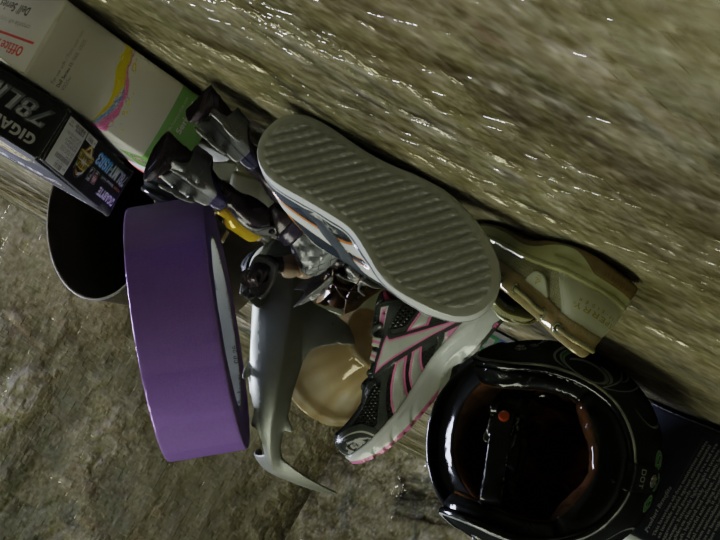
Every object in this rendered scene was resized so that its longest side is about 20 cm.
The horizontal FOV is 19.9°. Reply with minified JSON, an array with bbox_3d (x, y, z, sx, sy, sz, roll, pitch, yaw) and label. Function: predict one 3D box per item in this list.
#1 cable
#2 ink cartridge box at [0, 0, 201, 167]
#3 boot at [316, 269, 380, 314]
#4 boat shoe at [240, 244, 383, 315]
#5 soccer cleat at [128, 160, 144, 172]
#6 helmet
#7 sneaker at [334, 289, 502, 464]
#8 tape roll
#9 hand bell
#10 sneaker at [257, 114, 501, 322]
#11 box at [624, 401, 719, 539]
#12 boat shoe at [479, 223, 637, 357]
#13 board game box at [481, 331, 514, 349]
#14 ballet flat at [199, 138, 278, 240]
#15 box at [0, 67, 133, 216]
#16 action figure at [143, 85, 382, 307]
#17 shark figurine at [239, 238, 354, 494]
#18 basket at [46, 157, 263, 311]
[{"bbox_3d":[-0.145,-0.066,1.731,0.097,0.050,0.200,30,175,21],"label":"cable"},{"bbox_3d":[-0.219,-0.154,1.548,0.200,0.068,0.117,35,173,-37],"label":"ink cartridge box"},{"bbox_3d":[0.000,0.000,1.717,0.073,0.076,0.200,31,172,4],"label":"boot"},{"bbox_3d":[-0.020,0.022,1.849,0.198,0.075,0.066,13,178,-25],"label":"boat shoe"},{"bbox_3d":[-0.196,-0.129,1.680,0.076,0.067,0.200,10,164,35],"label":"soccer cleat"},{"bbox_3d":[0.150,0.148,1.695,0.199,0.201,0.191,29,-179,7],"label":"helmet"},{"bbox_3d":[0.039,0.056,1.582,0.086,0.200,0.080,41,-163,4],"label":"sneaker"},{"bbox_3d":[-0.134,0.045,1.602,0.065,0.201,0.200,-10,170,1],"label":"tape roll"},{"bbox_3d":[0.032,0.044,1.652,0.104,0.105,0.200,33,138,-26],"label":"hand bell"},{"bbox_3d":[0.018,-0.031,1.414,0.200,0.078,0.079,40,171,18],"label":"sneaker"},{"bbox_3d":[0.329,0.225,1.763,0.200,0.124,0.198,35,173,-35],"label":"box"},{"bbox_3d":[0.113,0.016,1.400,0.073,0.063,0.200,34,172,-27],"label":"boat shoe"},{"bbox_3d":[0.135,0.089,1.952,0.199,0.034,0.134,28,172,19],"label":"board game box"},{"bbox_3d":[-0.095,-0.072,1.603,0.200,0.068,0.075,27,-172,41],"label":"ballet flat"},{"bbox_3d":[-0.285,-0.125,1.559,0.199,0.050,0.199,30,173,11],"label":"box"},{"bbox_3d":[-0.061,-0.043,1.516,0.200,0.130,0.069,37,-164,-17],"label":"action figure"},{"bbox_3d":[-0.047,0.072,1.604,0.089,0.216,0.128,1,-179,8],"label":"shark figurine"},{"bbox_3d":[-0.196,-0.029,2.045,0.135,0.181,0.200,-23,152,27],"label":"basket"}]
